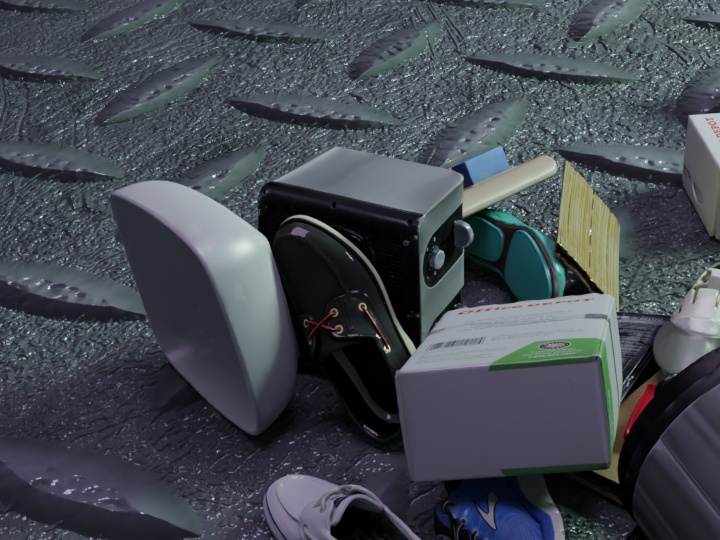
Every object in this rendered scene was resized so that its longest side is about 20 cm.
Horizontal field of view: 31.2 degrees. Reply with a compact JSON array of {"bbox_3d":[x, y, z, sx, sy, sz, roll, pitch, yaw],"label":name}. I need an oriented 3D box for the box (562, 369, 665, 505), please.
[{"bbox_3d":[0.278,0.135,1.021,0.163,0.021,0.199,22,39,40],"label":"box"}]

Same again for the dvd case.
[{"bbox_3d":[0.167,0.087,1.113,0.147,0.016,0.200,4,28,34],"label":"dvd case"}]

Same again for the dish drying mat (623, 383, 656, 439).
[{"bbox_3d":[0.310,0.125,0.991,0.198,0.018,0.077,10,34,25],"label":"dish drying mat"}]

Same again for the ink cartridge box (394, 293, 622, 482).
[{"bbox_3d":[0.120,0.083,0.966,0.144,0.085,0.200,-6,9,16],"label":"ink cartridge box"}]

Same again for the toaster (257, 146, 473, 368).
[{"bbox_3d":[0.000,0.000,1.154,0.198,0.183,0.118,14,31,29],"label":"toaster"}]

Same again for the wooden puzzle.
[{"bbox_3d":[0.078,-0.081,1.346,0.184,0.047,0.199,-25,8,-30],"label":"wooden puzzle"}]

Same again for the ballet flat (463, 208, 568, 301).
[{"bbox_3d":[0.164,-0.016,1.257,0.070,0.068,0.200,1,20,-25],"label":"ballet flat"}]

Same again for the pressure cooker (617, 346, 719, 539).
[{"bbox_3d":[0.267,0.138,0.831,0.174,0.180,0.201,-19,44,-15],"label":"pressure cooker"}]

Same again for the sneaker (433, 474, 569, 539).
[{"bbox_3d":[0.101,0.195,0.907,0.088,0.079,0.200,-14,21,-1],"label":"sneaker"}]

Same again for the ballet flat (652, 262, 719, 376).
[{"bbox_3d":[0.297,0.037,1.111,0.067,0.064,0.200,12,21,22],"label":"ballet flat"}]

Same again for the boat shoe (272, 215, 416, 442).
[{"bbox_3d":[-0.011,0.047,1.063,0.073,0.203,0.063,-27,8,34],"label":"boat shoe"}]

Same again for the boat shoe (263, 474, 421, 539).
[{"bbox_3d":[-0.002,0.187,0.933,0.073,0.067,0.199,-26,35,-33],"label":"boat shoe"}]

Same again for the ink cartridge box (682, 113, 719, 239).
[{"bbox_3d":[0.455,-0.108,1.359,0.197,0.084,0.147,-5,30,1],"label":"ink cartridge box"}]

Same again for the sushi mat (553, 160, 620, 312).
[{"bbox_3d":[0.224,-0.035,1.264,0.012,0.096,0.200,-37,14,25],"label":"sushi mat"}]

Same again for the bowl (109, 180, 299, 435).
[{"bbox_3d":[-0.124,0.020,1.105,0.074,0.201,0.200,-28,34,-22],"label":"bowl"}]
